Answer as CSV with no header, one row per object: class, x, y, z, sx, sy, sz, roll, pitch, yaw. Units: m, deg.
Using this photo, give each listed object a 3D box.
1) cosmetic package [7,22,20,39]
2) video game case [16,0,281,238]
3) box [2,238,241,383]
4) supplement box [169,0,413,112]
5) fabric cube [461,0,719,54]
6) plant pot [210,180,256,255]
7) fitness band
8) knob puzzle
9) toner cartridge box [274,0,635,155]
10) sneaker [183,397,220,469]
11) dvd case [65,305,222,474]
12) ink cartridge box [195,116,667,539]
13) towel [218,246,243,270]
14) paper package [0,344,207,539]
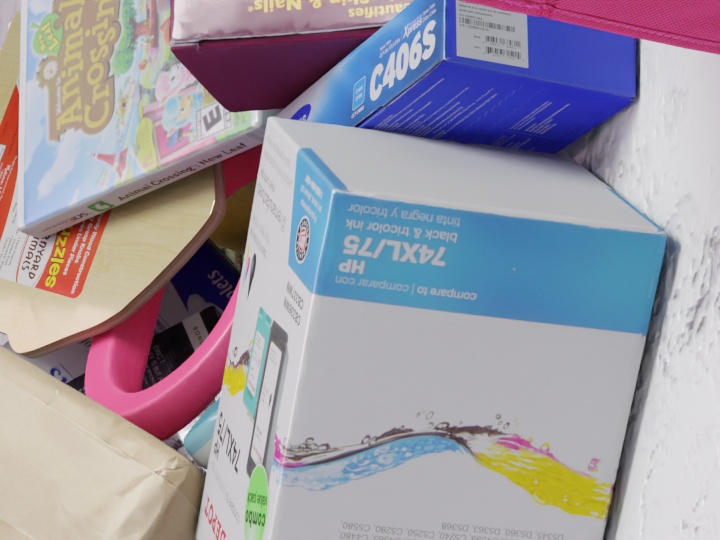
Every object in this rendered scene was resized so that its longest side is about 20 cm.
cosmetic package,-0.095,-0.109,1.686,0.083,0.200,0.051,9,-96,-67
video game case,-0.115,-0.135,1.581,0.182,0.022,0.200,-21,60,37
box,-0.148,0.073,1.727,0.200,0.105,0.184,-43,-5,-7
supplement box,-0.014,-0.187,1.406,0.103,0.131,0.200,48,-139,-69
fabric cube,0.089,-0.226,1.080,0.199,0.200,0.196,115,159,-44
plant pot,-0.097,-0.110,1.819,0.200,0.142,0.200,-171,90,-75
fitness band,-0.081,0.005,1.564,0.144,0.037,0.200,-31,32,35
knob puzzle,-0.142,-0.044,1.611,0.220,0.030,0.220,-16,63,33
toner cartridge box,0.037,-0.072,1.350,0.200,0.095,0.043,147,130,-60
sneaker,0.028,0.067,1.418,0.200,0.131,0.080,-38,4,20
dvd case,-0.137,0.124,1.584,0.149,0.200,0.016,64,-175,30
ink cartridge box,0.025,0.053,1.273,0.147,0.146,0.200,-131,50,-71
towel,-0.108,-0.002,2.009,0.148,0.036,0.200,123,152,-59
paper package,-0.129,0.135,1.442,0.191,0.200,0.103,28,76,35
